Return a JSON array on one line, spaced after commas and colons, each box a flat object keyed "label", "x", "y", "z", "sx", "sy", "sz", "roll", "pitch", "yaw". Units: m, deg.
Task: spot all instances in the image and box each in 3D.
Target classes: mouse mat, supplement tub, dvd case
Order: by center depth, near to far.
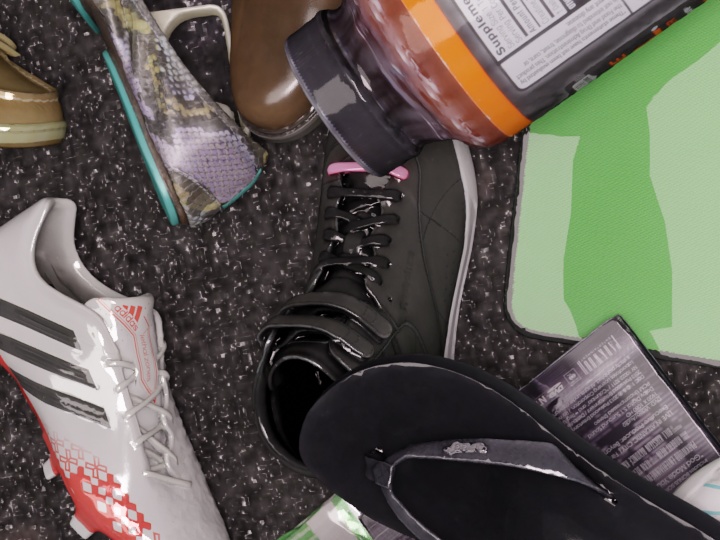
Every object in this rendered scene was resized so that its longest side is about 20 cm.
[{"label": "supplement tub", "x": 0.068, "y": -0.122, "z": 0.866, "sx": 0.200, "sy": 0.107, "sz": 0.107, "roll": -34, "pitch": 82, "yaw": 13}, {"label": "mouse mat", "x": 0.161, "y": -0.037, "z": 0.902, "sx": 0.199, "sy": 0.008, "sz": 0.162, "roll": 9, "pitch": 98, "yaw": 21}, {"label": "dvd case", "x": 0.114, "y": 0.143, "z": 0.921, "sx": 0.149, "sy": 0.016, "sz": 0.200, "roll": -39, "pitch": 81, "yaw": 13}]

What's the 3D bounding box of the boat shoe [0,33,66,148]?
[{"label": "boat shoe", "x": -0.222, "y": -0.114, "z": 1.021, "sx": 0.200, "sy": 0.073, "sz": 0.063, "roll": 26, "pitch": 109, "yaw": 26}]

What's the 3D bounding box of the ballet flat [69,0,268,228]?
[{"label": "ballet flat", "x": -0.100, "y": -0.118, "z": 0.980, "sx": 0.072, "sy": 0.072, "sz": 0.201, "roll": -31, "pitch": 83, "yaw": 22}]

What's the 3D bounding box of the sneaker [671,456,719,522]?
[{"label": "sneaker", "x": 0.179, "y": 0.098, "z": 0.842, "sx": 0.201, "sy": 0.070, "sz": 0.080, "roll": -53, "pitch": 34, "yaw": 12}]

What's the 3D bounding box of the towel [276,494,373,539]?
[{"label": "towel", "x": -0.029, "y": 0.214, "z": 0.995, "sx": 0.200, "sy": 0.023, "sz": 0.153, "roll": -43, "pitch": 79, "yaw": 20}]

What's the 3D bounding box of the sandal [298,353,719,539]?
[{"label": "sandal", "x": 0.063, "y": 0.092, "z": 0.840, "sx": 0.199, "sy": 0.043, "sz": 0.076, "roll": 23, "pitch": 112, "yaw": 20}]

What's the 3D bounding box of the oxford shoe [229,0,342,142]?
[{"label": "oxford shoe", "x": -0.032, "y": -0.156, "z": 0.920, "sx": 0.072, "sy": 0.084, "sz": 0.201, "roll": 11, "pitch": 94, "yaw": 30}]

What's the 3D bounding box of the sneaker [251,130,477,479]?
[{"label": "sneaker", "x": 0.000, "y": 0.000, "z": 0.922, "sx": 0.070, "sy": 0.099, "sz": 0.201, "roll": 4, "pitch": 95, "yaw": 24}]

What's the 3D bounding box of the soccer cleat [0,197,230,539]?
[{"label": "soccer cleat", "x": -0.115, "y": 0.056, "z": 0.994, "sx": 0.085, "sy": 0.069, "sz": 0.200, "roll": -44, "pitch": 74, "yaw": 24}]
